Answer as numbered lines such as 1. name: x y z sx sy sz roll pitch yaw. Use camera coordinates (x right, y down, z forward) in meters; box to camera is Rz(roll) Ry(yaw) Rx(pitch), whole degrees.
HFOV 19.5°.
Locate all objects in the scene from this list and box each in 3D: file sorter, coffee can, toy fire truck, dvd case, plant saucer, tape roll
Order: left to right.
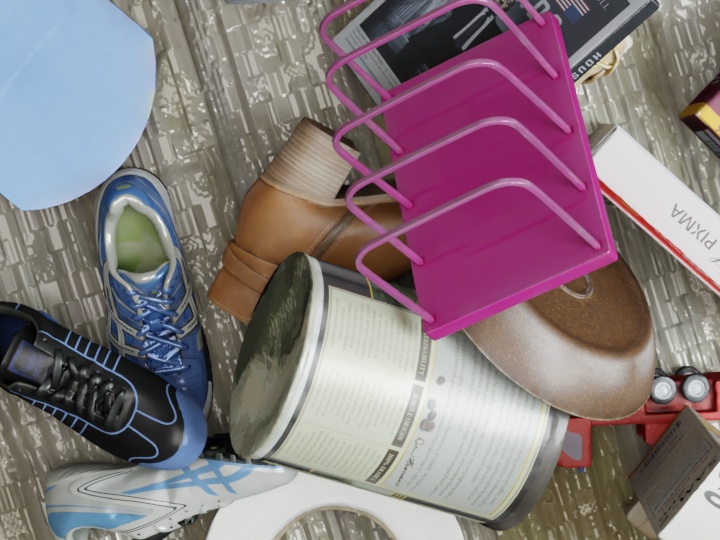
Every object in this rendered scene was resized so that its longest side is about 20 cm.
1. tape roll: -0.019 0.224 1.546 0.201 0.037 0.205 0 94 0
2. coffee can: 0.027 0.085 1.457 0.199 0.146 0.147 18 93 -19
3. file sorter: 0.060 -0.088 1.366 0.138 0.125 0.201 -25 55 22
4. dvd case: 0.092 -0.173 1.478 0.200 0.025 0.151 -42 64 15
5. plant saucer: 0.136 0.012 1.458 0.200 0.201 0.037 40 124 -3
6. toy fire truck: 0.227 0.144 1.536 0.198 0.049 0.142 -3 95 1

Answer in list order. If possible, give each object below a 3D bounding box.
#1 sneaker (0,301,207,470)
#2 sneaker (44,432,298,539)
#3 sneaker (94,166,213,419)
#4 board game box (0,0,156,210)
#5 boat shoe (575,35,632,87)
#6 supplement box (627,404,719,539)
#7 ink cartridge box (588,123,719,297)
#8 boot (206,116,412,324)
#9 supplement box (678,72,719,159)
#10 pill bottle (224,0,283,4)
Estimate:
1. sneaker: -0.201 0.081 1.477 0.199 0.078 0.071 26 94 27
2. sneaker: -0.133 0.162 1.514 0.199 0.072 0.073 -12 94 17
3. sneaker: -0.155 0.027 1.514 0.075 0.077 0.202 -15 95 -1
4. board game box: -0.246 -0.146 1.525 0.200 0.039 0.158 39 87 -6
5. boat shoe: 0.162 -0.172 1.505 0.069 0.074 0.202 12 93 5
6. supplement box: 0.257 0.169 1.413 0.126 0.200 0.074 38 95 -3
7. ink cartridge box: 0.237 -0.020 1.462 0.200 0.176 0.045 41 95 -3
8. boot: 0.000 0.000 1.523 0.199 0.074 0.155 30 100 -3
9. supplement box: 0.339 -0.144 1.501 0.110 0.086 0.200 44 92 -2
10. pill bottle: -0.054 -0.295 1.474 0.119 0.120 0.202 -7 93 0
